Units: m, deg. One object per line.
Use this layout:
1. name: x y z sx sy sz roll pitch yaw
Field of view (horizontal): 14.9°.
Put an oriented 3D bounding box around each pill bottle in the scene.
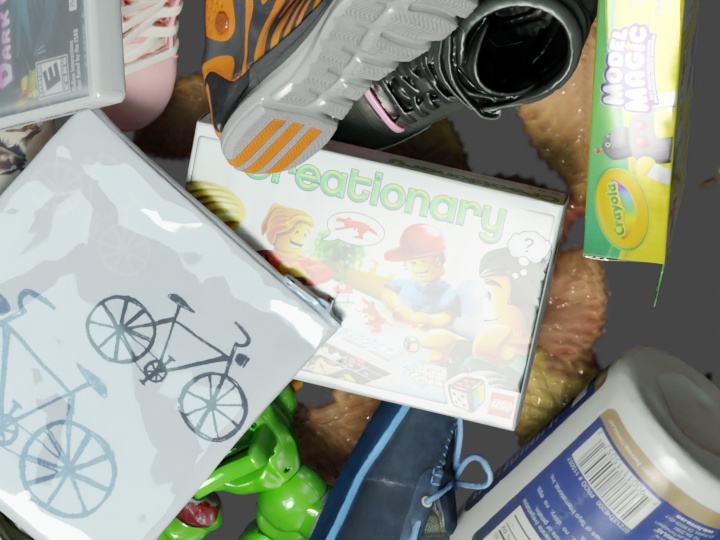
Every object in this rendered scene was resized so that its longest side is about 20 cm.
1. pill bottle: 0.120 0.144 1.510 0.111 0.111 0.200 41 116 -8

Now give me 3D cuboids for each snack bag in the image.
1. snack bag: -0.141 0.038 1.436 0.188 0.021 0.200 41 92 -4

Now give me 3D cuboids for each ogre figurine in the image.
1. ogre figurine: -0.089 0.106 1.545 0.120 0.098 0.200 -23 90 29

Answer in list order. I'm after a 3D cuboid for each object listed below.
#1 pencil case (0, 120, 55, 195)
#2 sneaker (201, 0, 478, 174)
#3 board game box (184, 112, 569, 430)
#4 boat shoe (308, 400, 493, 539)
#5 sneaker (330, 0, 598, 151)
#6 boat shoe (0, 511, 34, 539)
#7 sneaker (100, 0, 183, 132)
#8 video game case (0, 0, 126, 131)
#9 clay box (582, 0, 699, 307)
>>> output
1. pencil case: -0.195 -0.017 1.486 0.078 0.089 0.201 -7 92 -5
2. sneaker: -0.017 -0.148 1.380 0.200 0.112 0.077 -39 144 28
3. board game box: 0.000 0.000 1.454 0.199 0.035 0.127 13 104 6
4. boat shoe: 0.021 0.129 1.507 0.069 0.084 0.200 30 78 -7
5. sneaker: 0.040 -0.105 1.419 0.200 0.099 0.071 -30 107 25
6. boat shoe: -0.213 0.076 1.579 0.075 0.060 0.200 -22 108 20
7. sneaker: -0.120 -0.146 1.415 0.105 0.075 0.201 35 141 46
8. video game case: -0.186 -0.171 1.386 0.182 0.023 0.201 -9 84 47
9. clay box: 0.144 -0.093 1.394 0.047 0.115 0.200 7 115 10
